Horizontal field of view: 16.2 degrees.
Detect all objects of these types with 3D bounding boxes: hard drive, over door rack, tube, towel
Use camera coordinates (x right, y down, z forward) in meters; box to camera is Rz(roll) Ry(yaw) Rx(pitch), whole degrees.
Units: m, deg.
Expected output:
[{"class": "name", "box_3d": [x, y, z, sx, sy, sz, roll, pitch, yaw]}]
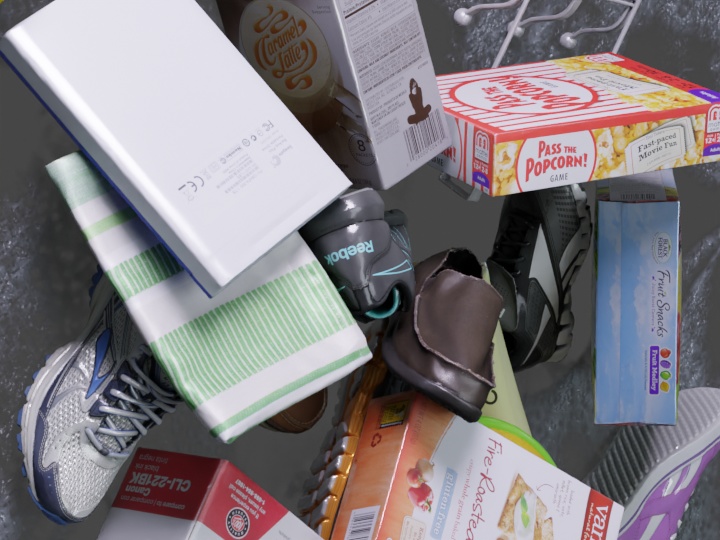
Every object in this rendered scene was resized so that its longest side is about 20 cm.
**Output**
[{"class": "hard drive", "box_3d": [-0.113, -0.094, 1.561, 0.200, 0.025, 0.132, 49, 50, 1]}, {"class": "over door rack", "box_3d": [0.129, -0.148, 1.900, 0.148, 0.067, 0.201, 5, 104, -49]}, {"class": "tube", "box_3d": [0.082, 0.074, 1.860, 0.058, 0.052, 0.200, -21, 121, -5]}, {"class": "towel", "box_3d": [-0.089, -0.004, 1.570, 0.152, 0.023, 0.200, -29, 88, -43]}]

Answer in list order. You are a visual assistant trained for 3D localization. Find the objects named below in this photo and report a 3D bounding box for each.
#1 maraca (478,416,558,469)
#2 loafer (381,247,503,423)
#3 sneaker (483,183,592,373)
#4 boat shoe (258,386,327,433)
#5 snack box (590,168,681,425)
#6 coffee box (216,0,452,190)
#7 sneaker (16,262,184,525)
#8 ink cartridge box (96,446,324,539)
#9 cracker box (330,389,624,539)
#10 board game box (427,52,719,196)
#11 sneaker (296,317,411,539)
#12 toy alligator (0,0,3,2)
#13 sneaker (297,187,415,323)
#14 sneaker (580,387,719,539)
[{"class": "maraca", "box_3d": [0.093, 0.194, 1.841, 0.137, 0.107, 0.200, -30, 114, 0]}, {"class": "loafer", "box_3d": [0.059, 0.033, 1.712, 0.073, 0.200, 0.071, 31, 107, -18]}, {"class": "sneaker", "box_3d": [0.118, 0.001, 1.866, 0.090, 0.066, 0.200, -28, 136, -35]}, {"class": "boat shoe", "box_3d": [-0.064, 0.034, 1.680, 0.072, 0.068, 0.200, -52, 130, -33]}, {"class": "snack box", "box_3d": [0.207, 0.014, 1.917, 0.200, 0.067, 0.169, -70, 161, -79]}, {"class": "coffee box", "box_3d": [-0.025, -0.161, 1.673, 0.080, 0.114, 0.201, -35, 118, -40]}, {"class": "sneaker", "box_3d": [-0.145, 0.065, 1.577, 0.077, 0.085, 0.200, 38, 66, -44]}, {"class": "ink cartridge box", "box_3d": [-0.114, 0.237, 1.630, 0.144, 0.084, 0.200, 44, 60, -43]}, {"class": "cracker box", "box_3d": [0.079, 0.184, 1.717, 0.200, 0.058, 0.134, 31, 62, -30]}, {"class": "board game box", "box_3d": [0.136, -0.103, 1.765, 0.200, 0.151, 0.046, -10, 112, -29]}, {"class": "sneaker", "box_3d": [0.013, 0.130, 1.755, 0.077, 0.078, 0.200, 25, 72, -13]}, {"class": "toy alligator", "box_3d": [-0.237, -0.170, 1.474, 0.200, 0.059, 0.054, -37, 161, -41]}, {"class": "sneaker", "box_3d": [0.000, 0.000, 1.699, 0.200, 0.075, 0.079, 27, 41, -79]}, {"class": "sneaker", "box_3d": [0.239, 0.186, 2.056, 0.200, 0.073, 0.115, -40, 127, -27]}]
